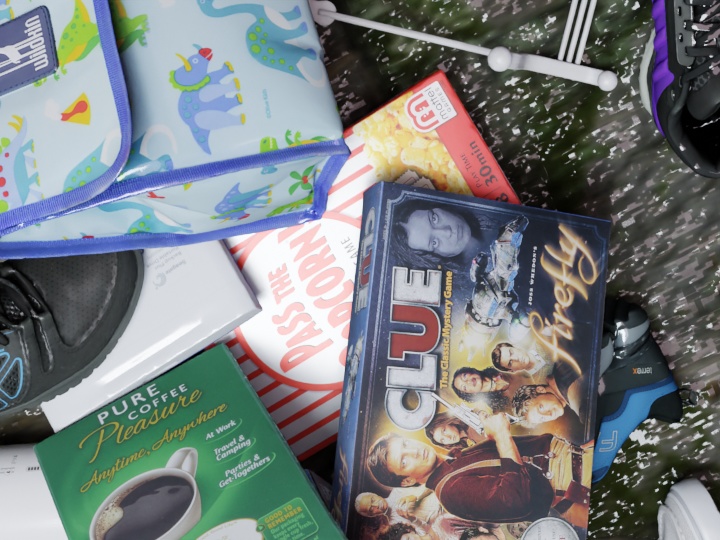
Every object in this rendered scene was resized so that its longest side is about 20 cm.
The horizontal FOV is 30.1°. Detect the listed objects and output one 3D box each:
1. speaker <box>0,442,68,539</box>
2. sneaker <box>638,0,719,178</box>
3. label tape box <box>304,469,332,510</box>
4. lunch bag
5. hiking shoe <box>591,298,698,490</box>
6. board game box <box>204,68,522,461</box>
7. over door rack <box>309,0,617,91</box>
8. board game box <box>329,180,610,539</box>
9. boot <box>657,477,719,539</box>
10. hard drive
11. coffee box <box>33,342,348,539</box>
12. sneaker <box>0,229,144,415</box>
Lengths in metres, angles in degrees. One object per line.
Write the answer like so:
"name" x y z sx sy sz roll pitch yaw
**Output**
"speaker" -0.182 0.139 0.785 0.199 0.081 0.082 -5 100 0
"sneaker" 0.185 -0.132 0.688 0.069 0.100 0.201 -8 133 5
"label tape box" -0.027 0.217 0.796 0.144 0.063 0.200 -39 139 5
"lunch bag" -0.123 -0.102 0.681 0.199 0.127 0.171 -11 74 -12
"hiking shoe" 0.101 0.105 0.778 0.200 0.074 0.087 -35 102 -1
"board game box" 0.000 0.000 0.779 0.200 0.046 0.152 -32 98 5
"over door rack" 0.063 -0.189 0.737 0.199 0.067 0.148 13 99 -3
"board game box" 0.058 0.063 0.710 0.135 0.035 0.201 8 81 -16
"boot" 0.184 0.230 0.807 0.095 0.074 0.201 -14 100 -3
"hard drive" -0.160 -0.029 0.751 0.132 0.025 0.200 -32 80 5
"coffee box" -0.080 0.130 0.672 0.123 0.200 0.044 -30 130 -10
"sneaker" -0.195 0.041 0.683 0.200 0.082 0.073 -41 73 -12
